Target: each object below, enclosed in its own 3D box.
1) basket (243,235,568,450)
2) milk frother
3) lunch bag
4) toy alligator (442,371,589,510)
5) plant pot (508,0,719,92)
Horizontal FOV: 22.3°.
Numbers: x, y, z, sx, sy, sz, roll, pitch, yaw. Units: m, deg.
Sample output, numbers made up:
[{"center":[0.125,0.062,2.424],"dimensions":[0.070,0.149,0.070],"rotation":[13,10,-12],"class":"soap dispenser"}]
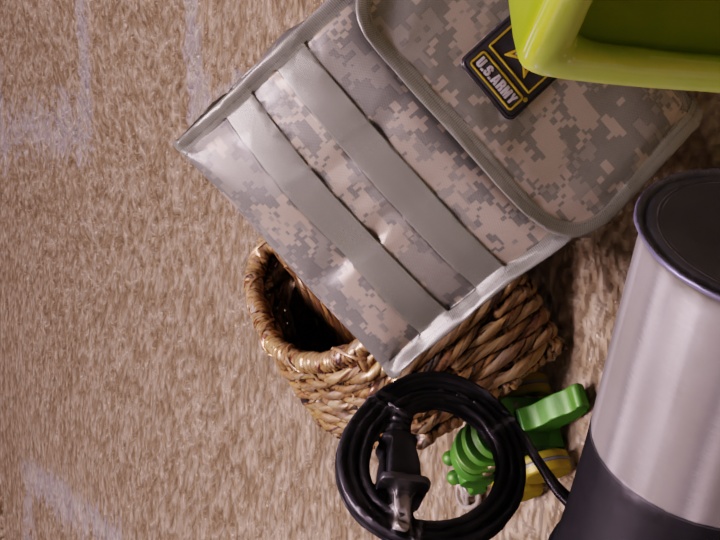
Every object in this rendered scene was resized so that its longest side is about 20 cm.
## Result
[{"center":[0.000,0.000,1.074],"dimensions":[0.149,0.142,0.200],"rotation":[62,168,-24],"class":"basket"},{"center":[0.106,0.051,0.797],"dimensions":[0.181,0.199,0.189],"rotation":[-120,33,-52],"class":"milk frother"},{"center":[0.042,-0.075,0.879],"dimensions":[0.200,0.164,0.118],"rotation":[-39,8,25],"class":"lunch bag"},{"center":[0.074,0.110,1.085],"dimensions":[0.200,0.054,0.060],"rotation":[128,134,-60],"class":"toy alligator"},{"center":[0.158,-0.191,0.633],"dimensions":[0.199,0.199,0.182],"rotation":[118,148,-55],"class":"plant pot"}]
